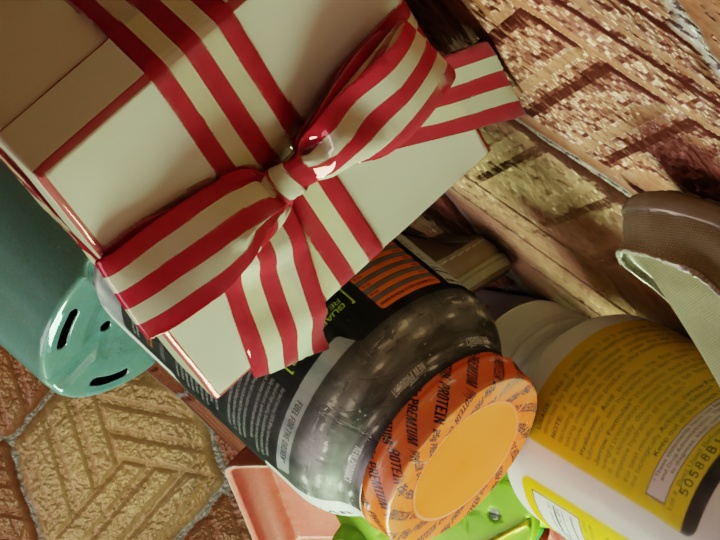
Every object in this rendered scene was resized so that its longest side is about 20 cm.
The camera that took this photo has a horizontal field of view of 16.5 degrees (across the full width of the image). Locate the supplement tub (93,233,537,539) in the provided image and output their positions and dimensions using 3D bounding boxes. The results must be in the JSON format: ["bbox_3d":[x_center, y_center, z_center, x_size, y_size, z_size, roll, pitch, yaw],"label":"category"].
[{"bbox_3d":[-0.020,0.029,1.157,0.200,0.123,0.123,41,171,28],"label":"supplement tub"}]

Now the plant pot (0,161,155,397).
[{"bbox_3d":[-0.205,-0.034,1.620,0.196,0.200,0.200,43,172,26],"label":"plant pot"}]

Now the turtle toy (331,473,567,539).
[{"bbox_3d":[0.064,0.110,1.319,0.199,0.101,0.147,9,109,33],"label":"turtle toy"}]

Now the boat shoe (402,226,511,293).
[{"bbox_3d":[0.000,0.000,1.360,0.200,0.072,0.065,-12,101,52],"label":"boat shoe"}]

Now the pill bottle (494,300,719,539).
[{"bbox_3d":[0.137,0.086,1.159,0.200,0.111,0.111,30,165,47],"label":"pill bottle"}]

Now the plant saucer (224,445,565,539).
[{"bbox_3d":[0.031,0.137,1.484,0.198,0.037,0.200,-1,154,6],"label":"plant saucer"}]

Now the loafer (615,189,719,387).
[{"bbox_3d":[0.173,0.047,0.979,0.200,0.068,0.076,41,170,4],"label":"loafer"}]

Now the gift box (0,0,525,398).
[{"bbox_3d":[-0.058,-0.073,1.048,0.187,0.185,0.200,43,176,44],"label":"gift box"}]

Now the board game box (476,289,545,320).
[{"bbox_3d":[0.100,0.064,1.424,0.126,0.035,0.200,45,170,-15],"label":"board game box"}]
